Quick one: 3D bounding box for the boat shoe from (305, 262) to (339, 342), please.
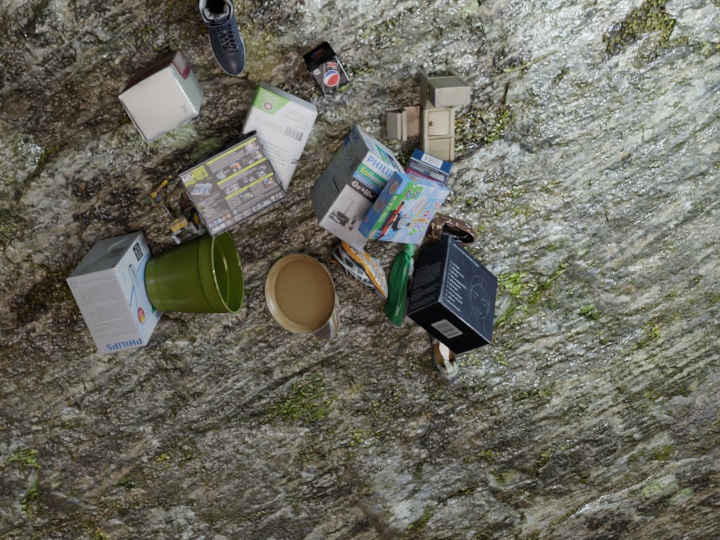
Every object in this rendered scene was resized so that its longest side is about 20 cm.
[{"bbox_3d":[-0.093,0.079,1.811,0.074,0.071,0.206,2,101,27],"label":"boat shoe"}]

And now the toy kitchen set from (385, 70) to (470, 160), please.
[{"bbox_3d":[0.148,-0.330,1.602,0.158,0.181,0.205,-5,116,-5],"label":"toy kitchen set"}]

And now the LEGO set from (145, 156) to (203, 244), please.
[{"bbox_3d":[-0.391,-0.159,1.627,0.195,0.116,0.157,-22,116,1],"label":"LEGO set"}]

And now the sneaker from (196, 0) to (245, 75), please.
[{"bbox_3d":[-0.289,-0.501,1.476,0.075,0.147,0.207,-14,117,-4],"label":"sneaker"}]

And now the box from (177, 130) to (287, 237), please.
[{"bbox_3d":[-0.282,-0.191,1.566,0.196,0.044,0.163,-28,114,-3],"label":"box"}]

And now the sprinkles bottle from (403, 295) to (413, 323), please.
[{"bbox_3d":[0.206,0.117,1.873,0.194,0.069,0.070,11,113,-14],"label":"sprinkles bottle"}]

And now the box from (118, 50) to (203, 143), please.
[{"bbox_3d":[-0.414,-0.370,1.483,0.126,0.201,0.110,-28,117,4],"label":"box"}]

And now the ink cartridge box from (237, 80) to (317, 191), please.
[{"bbox_3d":[-0.201,-0.303,1.611,0.142,0.084,0.204,20,109,-16],"label":"ink cartridge box"}]

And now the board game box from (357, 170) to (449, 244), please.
[{"bbox_3d":[0.098,-0.133,1.545,0.198,0.037,0.153,1,128,-54],"label":"board game box"}]

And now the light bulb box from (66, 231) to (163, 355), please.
[{"bbox_3d":[-0.558,0.050,1.644,0.121,0.200,0.205,-10,117,8],"label":"light bulb box"}]

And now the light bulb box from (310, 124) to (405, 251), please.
[{"bbox_3d":[-0.007,-0.192,1.620,0.123,0.199,0.202,30,108,-23],"label":"light bulb box"}]

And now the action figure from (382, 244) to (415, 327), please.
[{"bbox_3d":[0.108,0.030,1.810,0.053,0.118,0.206,5,105,-26],"label":"action figure"}]

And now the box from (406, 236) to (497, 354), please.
[{"bbox_3d":[0.233,0.064,1.757,0.199,0.200,0.123,37,140,-27],"label":"box"}]

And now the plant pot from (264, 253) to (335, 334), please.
[{"bbox_3d":[-0.148,0.057,1.771,0.194,0.027,0.206,4,102,21],"label":"plant pot"}]

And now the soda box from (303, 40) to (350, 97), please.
[{"bbox_3d":[-0.074,-0.433,1.508,0.070,0.201,0.064,-30,117,6],"label":"soda box"}]

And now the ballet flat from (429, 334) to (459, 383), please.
[{"bbox_3d":[0.232,0.242,1.933,0.070,0.072,0.205,-18,116,0],"label":"ballet flat"}]

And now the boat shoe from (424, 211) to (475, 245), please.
[{"bbox_3d":[0.197,-0.107,1.771,0.194,0.071,0.072,8,117,-11],"label":"boat shoe"}]

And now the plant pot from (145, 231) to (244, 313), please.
[{"bbox_3d":[-0.400,0.016,1.679,0.187,0.202,0.205,-9,116,9],"label":"plant pot"}]

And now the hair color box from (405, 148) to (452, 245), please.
[{"bbox_3d":[0.137,-0.172,1.673,0.098,0.061,0.204,23,125,6],"label":"hair color box"}]

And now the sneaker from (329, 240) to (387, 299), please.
[{"bbox_3d":[0.000,0.000,1.792,0.076,0.079,0.201,-32,112,21],"label":"sneaker"}]
